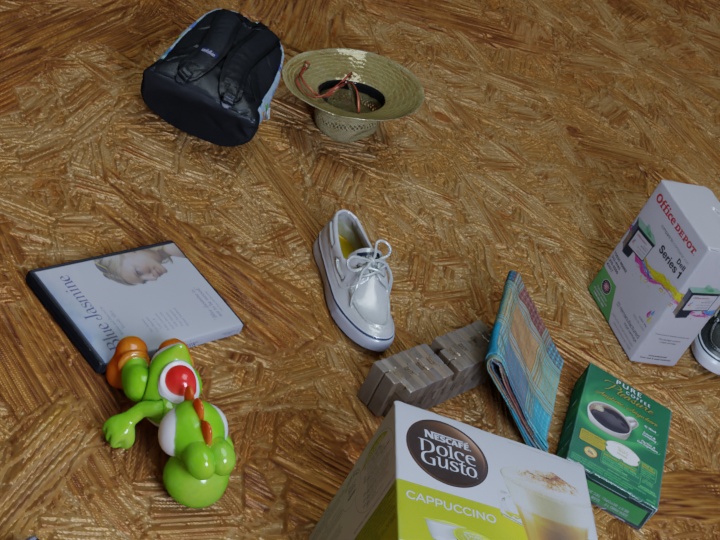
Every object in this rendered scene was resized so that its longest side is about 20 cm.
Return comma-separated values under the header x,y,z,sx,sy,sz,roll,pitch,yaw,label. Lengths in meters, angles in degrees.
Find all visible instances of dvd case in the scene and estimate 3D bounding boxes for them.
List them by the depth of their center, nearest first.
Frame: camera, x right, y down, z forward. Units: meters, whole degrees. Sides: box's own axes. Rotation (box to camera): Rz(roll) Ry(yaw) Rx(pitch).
x,y,z,sx,sy,sz,roll,pitch,yaw,label
-0.238,0.034,1.494,0.199,0.018,0.143,-15,54,-46,dvd case

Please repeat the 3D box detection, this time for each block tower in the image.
x,y,z,sx,sy,sz,roll,pitch,yaw,label
0.085,0.115,1.595,0.199,0.058,0.054,-19,55,-46,block tower

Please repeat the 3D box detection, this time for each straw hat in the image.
x,y,z,sx,sy,sz,roll,pitch,yaw,label
-0.017,-0.225,1.942,0.199,0.086,0.202,9,36,-7,straw hat

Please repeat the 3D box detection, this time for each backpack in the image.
x,y,z,sx,sy,sz,roll,pitch,yaw,label
-0.181,-0.255,1.826,0.162,0.154,0.201,24,55,-3,backpack

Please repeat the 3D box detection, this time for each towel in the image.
x,y,z,sx,sy,sz,roll,pitch,yaw,label
0.196,0.105,1.650,0.147,0.022,0.200,61,26,-21,towel

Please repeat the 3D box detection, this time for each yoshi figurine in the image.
x,y,z,sx,sy,sz,roll,pitch,yaw,label
-0.177,0.152,1.341,0.112,0.112,0.200,55,-4,-40,yoshi figurine

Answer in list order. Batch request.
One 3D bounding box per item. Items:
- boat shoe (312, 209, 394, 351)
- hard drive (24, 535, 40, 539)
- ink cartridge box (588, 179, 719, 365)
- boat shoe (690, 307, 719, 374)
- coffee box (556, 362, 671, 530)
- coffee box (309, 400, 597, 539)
x,y,z,sx,sy,sz,roll,pitch,yaw,label
0.004,0.000,1.657,0.074,0.086,0.203,10,38,-26,boat shoe
-0.259,0.301,1.102,0.134,0.042,0.200,29,33,0,hard drive
0.406,0.003,1.850,0.083,0.201,0.145,8,38,-29,ink cartridge box
0.515,0.074,1.954,0.072,0.071,0.200,35,34,8,boat shoe
0.297,0.203,1.646,0.122,0.044,0.200,29,34,-1,coffee box
0.078,0.273,1.247,0.198,0.201,0.198,20,34,-14,coffee box
